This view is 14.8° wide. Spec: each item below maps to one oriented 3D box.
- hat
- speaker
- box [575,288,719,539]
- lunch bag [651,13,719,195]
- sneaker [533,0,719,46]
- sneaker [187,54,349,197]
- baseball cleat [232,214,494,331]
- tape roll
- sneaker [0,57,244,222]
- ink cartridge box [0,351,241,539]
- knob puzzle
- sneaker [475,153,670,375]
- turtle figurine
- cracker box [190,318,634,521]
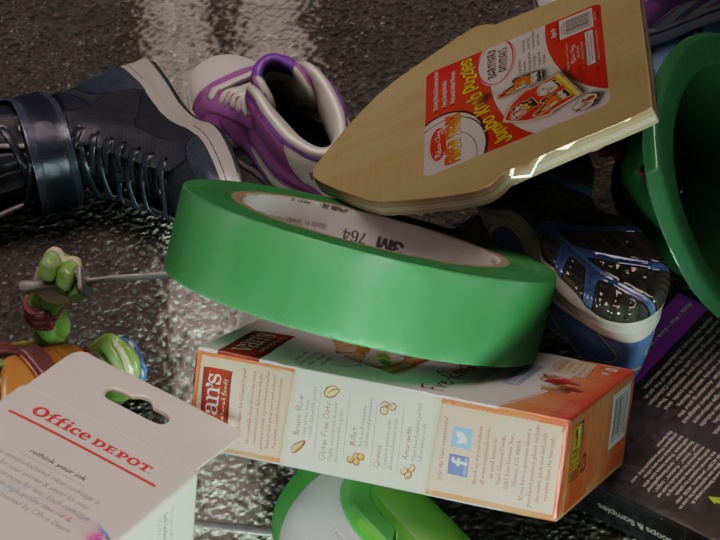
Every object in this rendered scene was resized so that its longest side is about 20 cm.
[{"bbox_3d":[0.150,-0.040,1.586,0.176,0.166,0.200,-16,30,39],"label":"hat"},{"bbox_3d":[0.037,0.173,1.403,0.088,0.088,0.200,-29,45,-18],"label":"speaker"},{"bbox_3d":[0.203,0.098,1.485,0.200,0.036,0.143,25,55,35],"label":"box"},{"bbox_3d":[0.239,-0.107,1.668,0.151,0.094,0.200,-4,52,5],"label":"lunch bag"},{"bbox_3d":[0.195,-0.193,1.617,0.200,0.114,0.073,-11,65,6],"label":"sneaker"},{"bbox_3d":[-0.052,-0.103,1.687,0.073,0.114,0.200,-29,44,-16],"label":"sneaker"},{"bbox_3d":[0.007,0.006,1.597,0.200,0.070,0.106,-31,50,-21],"label":"baseball cleat"},{"bbox_3d":[0.000,0.000,1.441,0.200,0.048,0.200,13,7,-2],"label":"tape roll"},{"bbox_3d":[-0.160,-0.054,1.685,0.146,0.077,0.202,-16,32,-21],"label":"sneaker"},{"bbox_3d":[-0.160,0.129,1.357,0.117,0.067,0.200,25,40,25],"label":"ink cartridge box"},{"bbox_3d":[0.069,-0.080,1.525,0.220,0.030,0.220,-22,28,12],"label":"knob puzzle"},{"bbox_3d":[0.104,-0.015,1.540,0.076,0.077,0.200,-13,44,-14],"label":"sneaker"},{"bbox_3d":[-0.170,0.070,1.496,0.194,0.144,0.200,-19,34,-36],"label":"turtle figurine"},{"bbox_3d":[0.028,0.070,1.433,0.200,0.058,0.134,10,12,18],"label":"cracker box"}]
